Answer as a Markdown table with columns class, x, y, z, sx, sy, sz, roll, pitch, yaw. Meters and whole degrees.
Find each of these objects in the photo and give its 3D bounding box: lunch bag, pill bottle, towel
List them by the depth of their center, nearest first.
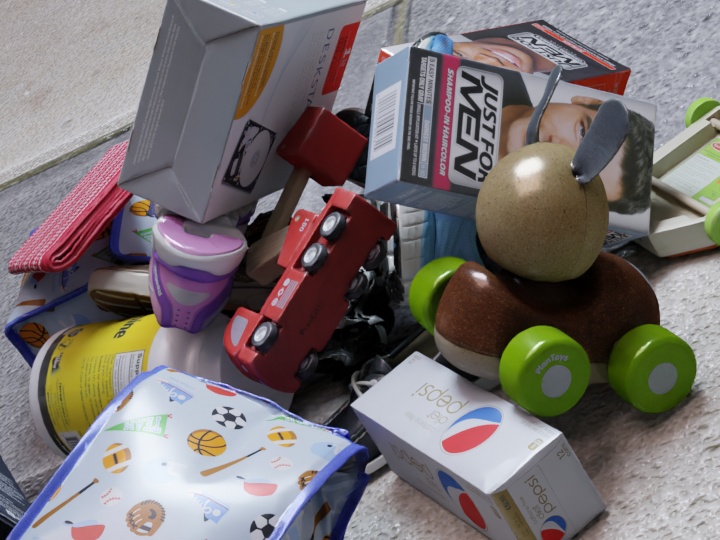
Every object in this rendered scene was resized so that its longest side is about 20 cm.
| class | x | y | z | sx | sy | sz | roll | pitch | yaw |
| --- | --- | --- | --- | --- | --- | --- | --- | --- | --- |
| lunch bag | -0.108 | 0.166 | 1.430 | 0.170 | 0.124 | 0.200 | 19 | 56 | 20 |
| pill bottle | -0.151 | 0.088 | 1.678 | 0.200 | 0.113 | 0.113 | -9 | 34 | 39 |
| towel | -0.217 | -0.050 | 1.738 | 0.145 | 0.022 | 0.200 | -49 | 13 | -13 |
| lunch bag | -0.187 | 0.000 | 1.841 | 0.200 | 0.124 | 0.170 | -24 | 29 | 15 |

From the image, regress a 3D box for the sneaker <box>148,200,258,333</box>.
| class | x | y | z | sx | sy | sz | roll | pitch | yaw |
| --- | --- | --- | --- | --- | --- | --- | --- | --- | --- |
| sneaker | -0.124 | -0.014 | 1.628 | 0.080 | 0.089 | 0.200 | 10 | 21 | -3 |

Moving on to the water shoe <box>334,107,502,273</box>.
| class | x | y | z | sx | sy | sz | roll | pitch | yaw |
| --- | --- | --- | --- | --- | --- | --- | --- | --- | --- |
| water shoe | 0.062 | -0.064 | 1.691 | 0.072 | 0.200 | 0.079 | -56 | -20 | 13 |

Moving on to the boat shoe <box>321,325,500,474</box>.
| class | x | y | z | sx | sy | sz | roll | pitch | yaw |
| --- | --- | --- | --- | --- | --- | --- | --- | --- | --- |
| boat shoe | 0.027 | 0.081 | 1.550 | 0.200 | 0.060 | 0.076 | -36 | 26 | -8 |

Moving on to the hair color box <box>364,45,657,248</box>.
| class | x | y | z | sx | sy | sz | roll | pitch | yaw |
| --- | --- | --- | --- | --- | --- | --- | --- | --- | --- |
| hair color box | 0.107 | -0.085 | 1.535 | 0.061 | 0.200 | 0.099 | 158 | 120 | -63 |

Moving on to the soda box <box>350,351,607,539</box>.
| class | x | y | z | sx | sy | sz | roll | pitch | yaw |
| --- | --- | --- | --- | --- | --- | --- | --- | --- | --- |
| soda box | 0.073 | 0.120 | 1.423 | 0.064 | 0.068 | 0.200 | -39 | 26 | -13 |

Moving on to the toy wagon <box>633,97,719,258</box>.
| class | x | y | z | sx | sy | sz | roll | pitch | yaw |
| --- | --- | --- | --- | --- | --- | --- | --- | --- | --- |
| toy wagon | 0.278 | -0.084 | 1.586 | 0.200 | 0.040 | 0.155 | -35 | 26 | -7 |

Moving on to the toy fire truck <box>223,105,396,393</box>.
| class | x | y | z | sx | sy | sz | roll | pitch | yaw |
| --- | --- | --- | --- | --- | --- | --- | --- | --- | --- |
| toy fire truck | -0.044 | -0.016 | 1.566 | 0.200 | 0.049 | 0.141 | -58 | 30 | -6 |

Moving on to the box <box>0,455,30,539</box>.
| class | x | y | z | sx | sy | sz | roll | pitch | yaw |
| --- | --- | --- | --- | --- | --- | --- | --- | --- | --- |
| box | -0.346 | 0.219 | 1.599 | 0.200 | 0.124 | 0.197 | -53 | 29 | 1 |

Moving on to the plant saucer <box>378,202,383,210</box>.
| class | x | y | z | sx | sy | sz | roll | pitch | yaw |
| --- | --- | --- | --- | --- | --- | --- | --- | --- | --- |
| plant saucer | 0.087 | -0.076 | 1.784 | 0.201 | 0.039 | 0.201 | -26 | 26 | 14 |

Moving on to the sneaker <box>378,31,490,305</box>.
| class | x | y | z | sx | sy | sz | roll | pitch | yaw |
| --- | --- | --- | --- | --- | --- | --- | --- | --- | --- |
| sneaker | 0.060 | -0.073 | 1.586 | 0.090 | 0.201 | 0.078 | 1 | -6 | -14 |

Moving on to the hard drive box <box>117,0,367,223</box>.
| class | x | y | z | sx | sy | sz | roll | pitch | yaw |
| --- | --- | --- | --- | --- | --- | --- | --- | --- | --- |
| hard drive box | -0.086 | -0.136 | 1.623 | 0.077 | 0.156 | 0.200 | 24 | 21 | 15 |

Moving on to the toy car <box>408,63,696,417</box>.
| class | x | y | z | sx | sy | sz | roll | pitch | yaw |
| --- | --- | --- | --- | --- | --- | --- | --- | --- | --- |
| toy car | 0.134 | -0.027 | 1.423 | 0.157 | 0.201 | 0.164 | 0 | 20 | -26 |

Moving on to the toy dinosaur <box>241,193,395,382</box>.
| class | x | y | z | sx | sy | sz | roll | pitch | yaw |
| --- | --- | --- | --- | --- | --- | --- | --- | --- | --- |
| toy dinosaur | 0.000 | 0.000 | 1.635 | 0.200 | 0.102 | 0.136 | -6 | 56 | 39 |

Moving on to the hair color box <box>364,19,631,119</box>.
| class | x | y | z | sx | sy | sz | roll | pitch | yaw |
| --- | --- | --- | --- | --- | --- | --- | --- | --- | --- |
| hair color box | 0.109 | -0.140 | 1.703 | 0.101 | 0.061 | 0.200 | 33 | 33 | 32 |

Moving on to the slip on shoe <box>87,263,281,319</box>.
| class | x | y | z | sx | sy | sz | roll | pitch | yaw |
| --- | --- | --- | --- | --- | --- | --- | --- | --- | --- |
| slip on shoe | -0.113 | 0.009 | 1.712 | 0.199 | 0.076 | 0.061 | 5 | 70 | -5 |
